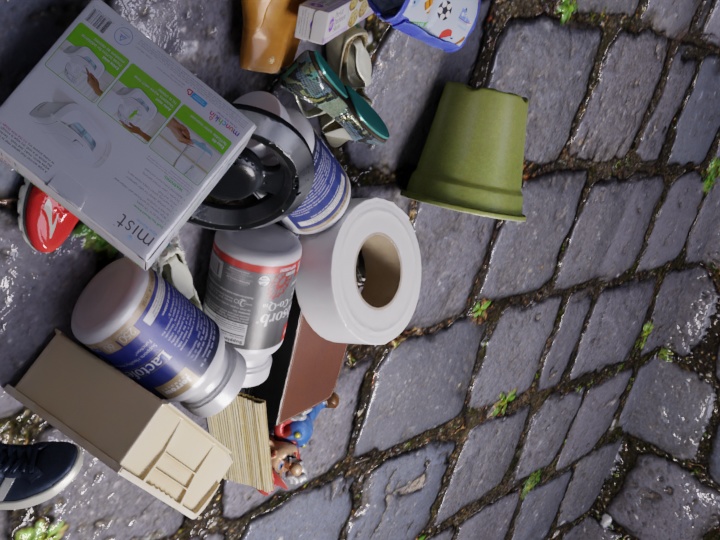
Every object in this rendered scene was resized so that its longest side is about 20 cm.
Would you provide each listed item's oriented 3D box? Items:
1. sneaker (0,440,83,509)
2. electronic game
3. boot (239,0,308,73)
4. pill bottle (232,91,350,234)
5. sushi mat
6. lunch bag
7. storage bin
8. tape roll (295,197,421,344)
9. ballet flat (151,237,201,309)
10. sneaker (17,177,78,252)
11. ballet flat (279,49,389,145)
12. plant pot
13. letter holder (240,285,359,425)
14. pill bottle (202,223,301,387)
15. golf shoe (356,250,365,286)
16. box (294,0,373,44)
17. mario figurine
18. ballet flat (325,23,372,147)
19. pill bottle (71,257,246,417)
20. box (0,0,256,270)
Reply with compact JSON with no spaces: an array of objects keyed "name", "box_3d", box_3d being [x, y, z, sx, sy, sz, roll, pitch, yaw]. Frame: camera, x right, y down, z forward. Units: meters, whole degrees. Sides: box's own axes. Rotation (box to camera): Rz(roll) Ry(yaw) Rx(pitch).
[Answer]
[{"name":"sneaker","box_3d":[-0.402,0.207,1.170,0.198,0.075,0.085,-12,128,4]},{"name":"electronic game","box_3d":[-0.152,-0.116,1.267,0.201,0.198,0.042,76,8,-49]},{"name":"boot","box_3d":[-0.116,-0.300,1.245,0.201,0.071,0.145,-6,120,-58]},{"name":"pill bottle","box_3d":[-0.095,-0.136,1.370,0.111,0.111,0.200,-54,149,-9]},{"name":"sushi mat","box_3d":[-0.177,0.247,1.592,0.012,0.095,0.201,-63,159,-45]},{"name":"lunch bag","box_3d":[0.074,-0.385,1.357,0.170,0.123,0.202,5,83,-56]},{"name":"storage bin","box_3d":[-0.276,0.184,1.288,0.094,0.199,0.199,-56,149,-14]},{"name":"tape roll","box_3d":[0.000,0.000,1.499,0.202,0.070,0.204,0,90,-50]},{"name":"ballet flat","box_3d":[-0.231,0.031,1.357,0.072,0.072,0.201,-42,145,-27]},{"name":"sneaker","box_3d":[-0.286,-0.103,1.148,0.201,0.085,0.077,-59,148,-2]},{"name":"ballet flat","box_3d":[-0.036,-0.206,1.369,0.074,0.074,0.200,-56,141,-5]},{"name":"plant pot","box_3d":[0.174,-0.186,1.668,0.200,0.199,0.186,-1,105,-55]},{"name":"letter holder","box_3d":[-0.093,0.097,1.580,0.142,0.100,0.201,-20,131,-49]},{"name":"pill bottle","box_3d":[-0.149,0.044,1.437,0.116,0.116,0.201,-19,130,-47]},{"name":"golf shoe","box_3d":[-0.003,-0.003,1.631,0.078,0.094,0.201,-4,121,-56]},{"name":"box","box_3d":[-0.026,-0.316,1.320,0.200,0.038,0.042,-51,156,-61]},{"name":"mario figurine","box_3d":[-0.094,0.266,1.705,0.123,0.106,0.201,43,67,-23]},{"name":"ballet flat","box_3d":[-0.014,-0.241,1.444,0.069,0.069,0.201,-36,142,-34]},{"name":"pill bottle","box_3d":[-0.233,0.084,1.292,0.200,0.115,0.116,44,78,-35]},{"name":"box","box_3d":[-0.235,-0.130,1.075,0.177,0.200,0.097,-54,-174,-10]}]
